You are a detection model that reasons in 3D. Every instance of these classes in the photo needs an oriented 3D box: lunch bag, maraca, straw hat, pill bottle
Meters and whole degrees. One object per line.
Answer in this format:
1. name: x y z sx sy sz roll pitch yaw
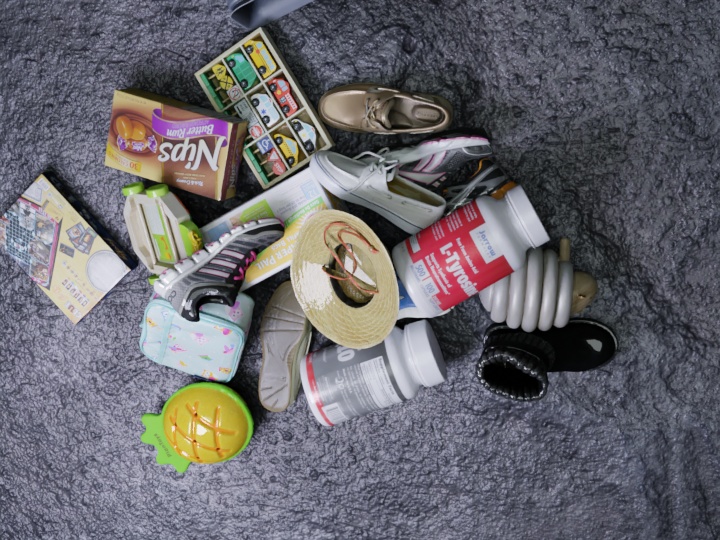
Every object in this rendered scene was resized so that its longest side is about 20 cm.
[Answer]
1. lunch bag: -0.247 0.088 1.464 0.159 0.078 0.200 17 146 -7
2. maraca: -0.255 0.246 1.540 0.199 0.107 0.138 -27 101 24
3. straw hat: 0.000 0.000 1.379 0.199 0.085 0.203 17 120 31
4. pill bottle: 0.151 -0.030 1.345 0.199 0.112 0.113 -30 97 11
5. pill bottle: 0.021 0.149 1.476 0.198 0.114 0.115 -20 99 11

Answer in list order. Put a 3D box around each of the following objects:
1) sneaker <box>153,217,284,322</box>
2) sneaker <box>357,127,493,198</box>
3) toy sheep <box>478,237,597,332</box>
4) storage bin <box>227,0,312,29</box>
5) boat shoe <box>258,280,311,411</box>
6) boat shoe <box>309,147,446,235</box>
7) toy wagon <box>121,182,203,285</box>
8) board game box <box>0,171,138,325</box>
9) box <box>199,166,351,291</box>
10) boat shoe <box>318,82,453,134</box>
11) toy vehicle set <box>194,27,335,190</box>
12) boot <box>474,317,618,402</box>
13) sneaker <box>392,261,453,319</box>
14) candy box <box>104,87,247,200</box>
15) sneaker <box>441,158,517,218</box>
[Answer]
1. sneaker: -0.180 0.003 1.362 0.199 0.074 0.088 -32 80 -12
2. sneaker: 0.100 -0.148 1.428 0.198 0.080 0.087 -10 107 23
3. toy sheep: 0.238 0.021 1.414 0.198 0.138 0.140 3 102 9
4. storage bin: -0.111 -0.445 1.363 0.198 0.145 0.135 -25 88 12
5. boat shoe: -0.111 0.114 1.522 0.072 0.063 0.203 8 96 18
6. boat shoe: 0.030 -0.127 1.370 0.201 0.075 0.086 31 130 -1
7. toy wagon: -0.282 -0.050 1.454 0.199 0.039 0.157 8 118 46
8. board game box: -0.464 -0.034 1.544 0.135 0.035 0.200 -41 94 13
9. box: -0.120 -0.064 1.455 0.199 0.101 0.113 -29 96 13
10. boat shoe: 0.033 -0.231 1.417 0.198 0.065 0.072 2 102 9
11. toy vehicle set: -0.140 -0.235 1.450 0.124 0.027 0.201 -31 91 16
12. boot: 0.269 0.128 1.414 0.208 0.158 0.080 -4 102 9
13. sneaker: 0.039 0.027 1.460 0.198 0.079 0.090 -13 117 2
14. candy box: -0.272 -0.187 1.456 0.198 0.056 0.118 18 107 16
15. sneaker: 0.139 -0.082 1.439 0.199 0.078 0.078 -35 70 16
